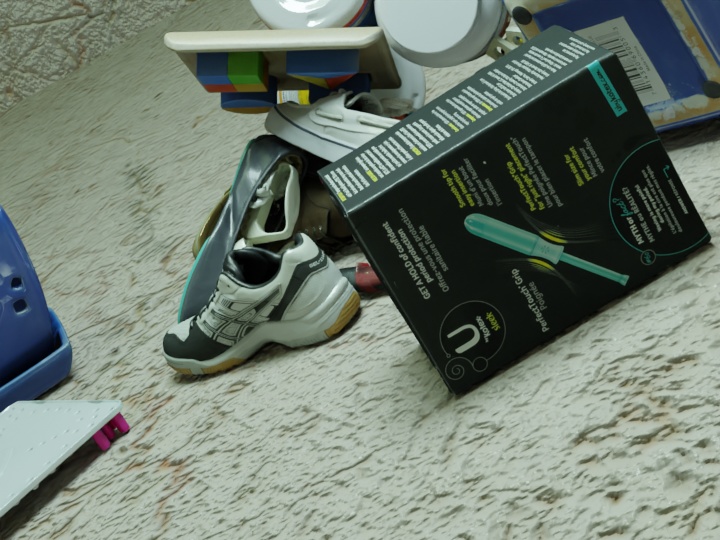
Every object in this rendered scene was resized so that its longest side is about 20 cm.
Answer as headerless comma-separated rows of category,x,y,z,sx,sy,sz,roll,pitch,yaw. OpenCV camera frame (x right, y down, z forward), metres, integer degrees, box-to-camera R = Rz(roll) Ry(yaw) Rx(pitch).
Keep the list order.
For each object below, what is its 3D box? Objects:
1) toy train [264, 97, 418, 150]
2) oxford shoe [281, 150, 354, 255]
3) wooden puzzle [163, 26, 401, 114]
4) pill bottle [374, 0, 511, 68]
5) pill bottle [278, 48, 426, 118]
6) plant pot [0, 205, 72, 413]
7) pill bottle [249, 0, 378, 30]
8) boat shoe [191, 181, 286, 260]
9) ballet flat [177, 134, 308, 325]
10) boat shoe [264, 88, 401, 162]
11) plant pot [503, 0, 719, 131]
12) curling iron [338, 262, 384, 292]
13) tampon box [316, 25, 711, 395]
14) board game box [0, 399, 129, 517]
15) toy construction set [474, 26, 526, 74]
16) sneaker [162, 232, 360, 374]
toy train,0.010,-0.118,1.506,0.150,0.056,0.200,0,-2,-35
oxford shoe,-0.013,-0.045,1.430,0.200,0.073,0.085,22,84,60
wooden puzzle,-0.063,-0.173,1.441,0.185,0.046,0.200,-1,-5,7
pill bottle,0.073,-0.237,1.445,0.112,0.112,0.200,-27,3,13
pill bottle,-0.023,-0.190,1.725,0.111,0.111,0.200,-37,19,-19
plant pot,-0.390,0.052,1.561,0.200,0.180,0.200,-33,18,-9
pill bottle,-0.030,-0.247,1.498,0.112,0.112,0.200,-29,-10,7
boat shoe,-0.100,-0.057,1.583,0.066,0.074,0.200,-30,12,49
ballet flat,-0.096,-0.025,1.414,0.073,0.073,0.200,-1,65,57
boat shoe,-0.009,-0.122,1.390,0.200,0.072,0.066,29,100,53
plant pot,0.232,-0.216,1.250,0.200,0.200,0.180,-12,34,45
curling iron,0.000,0.000,1.302,0.200,0.050,0.026,-9,48,58
tampon box,0.098,-0.044,1.091,0.200,0.150,0.126,-31,19,0
board game box,-0.309,0.179,1.351,0.200,0.026,0.200,-43,21,-32
toy construction set,0.174,-0.195,1.478,0.131,0.092,0.200,-12,15,44
sneaker,-0.094,0.022,1.324,0.200,0.088,0.076,-20,23,35
